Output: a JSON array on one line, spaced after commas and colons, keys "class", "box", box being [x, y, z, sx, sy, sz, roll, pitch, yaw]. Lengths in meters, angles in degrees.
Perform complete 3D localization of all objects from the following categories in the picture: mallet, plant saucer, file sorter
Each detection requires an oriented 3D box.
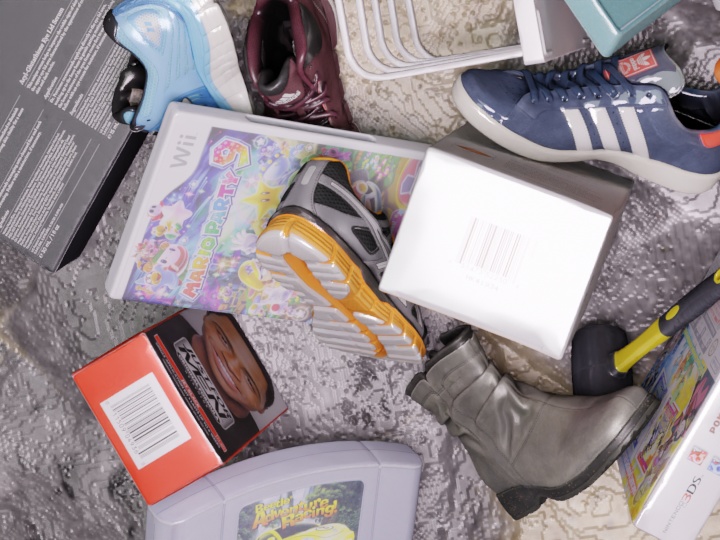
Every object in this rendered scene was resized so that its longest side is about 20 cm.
[{"class": "mallet", "box": [0.194, 0.030, 1.598, 0.041, 0.066, 0.200, 9, 144, -22]}, {"class": "plant saucer", "box": [0.195, -0.208, 1.560, 0.070, 0.200, 0.019, 55, 139, -4]}, {"class": "file sorter", "box": [0.064, -0.198, 1.572, 0.124, 0.200, 0.139, -8, 96, 15]}]

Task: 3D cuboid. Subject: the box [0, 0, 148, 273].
[{"class": "box", "box": [-0.214, -0.122, 1.688, 0.141, 0.079, 0.200, 31, 101, 1]}]

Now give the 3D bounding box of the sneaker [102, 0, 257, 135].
[{"class": "sneaker", "box": [-0.121, -0.114, 1.621, 0.090, 0.078, 0.200, -21, 133, -5]}]

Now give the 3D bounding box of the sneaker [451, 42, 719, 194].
[{"class": "sneaker", "box": [0.159, -0.115, 1.593, 0.199, 0.075, 0.085, 10, 129, -22]}]

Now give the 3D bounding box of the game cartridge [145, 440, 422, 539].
[{"class": "game cartridge", "box": [-0.051, 0.183, 1.648, 0.200, 0.041, 0.133, -11, 120, -28]}]

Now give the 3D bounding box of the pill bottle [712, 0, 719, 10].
[{"class": "pill bottle", "box": [0.228, -0.269, 1.516, 0.111, 0.111, 0.200, -18, 99, 11]}]

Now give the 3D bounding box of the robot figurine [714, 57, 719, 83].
[{"class": "robot figurine", "box": [0.326, -0.105, 1.566, 0.200, 0.144, 0.117, 26, 132, -14]}]

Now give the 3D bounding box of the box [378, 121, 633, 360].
[{"class": "box", "box": [0.098, -0.024, 1.584, 0.124, 0.200, 0.098, 21, 101, 7]}]

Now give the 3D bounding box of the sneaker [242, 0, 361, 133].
[{"class": "sneaker", "box": [-0.044, -0.099, 1.642, 0.075, 0.116, 0.201, -13, 95, 11]}]

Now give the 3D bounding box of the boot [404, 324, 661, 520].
[{"class": "boot", "box": [0.103, 0.089, 1.616, 0.131, 0.200, 0.068, 47, 60, -2]}]

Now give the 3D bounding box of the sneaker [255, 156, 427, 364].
[{"class": "sneaker", "box": [0.000, 0.000, 1.618, 0.078, 0.200, 0.077, 6, 63, 25]}]

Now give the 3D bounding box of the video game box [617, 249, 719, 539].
[{"class": "video game box", "box": [0.228, 0.068, 1.574, 0.047, 0.200, 0.182, 30, 101, -4]}]

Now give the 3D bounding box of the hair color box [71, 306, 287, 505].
[{"class": "hair color box", "box": [-0.117, 0.081, 1.635, 0.061, 0.200, 0.102, -30, 92, 12]}]

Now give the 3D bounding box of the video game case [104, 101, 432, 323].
[{"class": "video game case", "box": [-0.056, -0.033, 1.628, 0.200, 0.018, 0.143, 8, 119, -28]}]
